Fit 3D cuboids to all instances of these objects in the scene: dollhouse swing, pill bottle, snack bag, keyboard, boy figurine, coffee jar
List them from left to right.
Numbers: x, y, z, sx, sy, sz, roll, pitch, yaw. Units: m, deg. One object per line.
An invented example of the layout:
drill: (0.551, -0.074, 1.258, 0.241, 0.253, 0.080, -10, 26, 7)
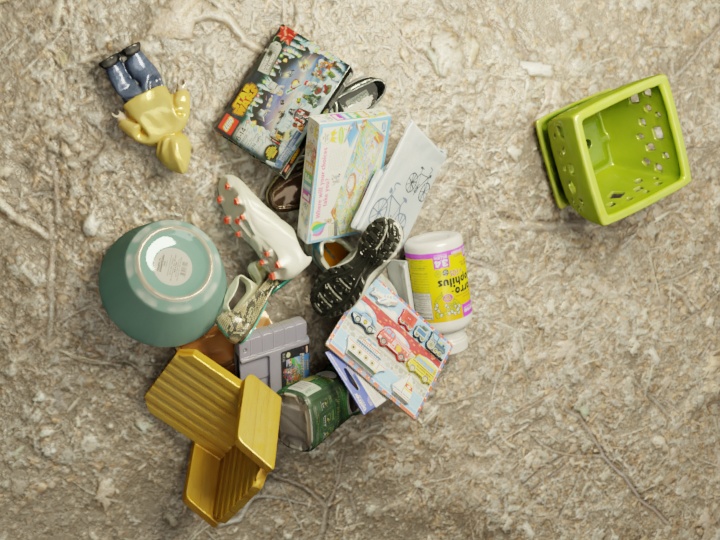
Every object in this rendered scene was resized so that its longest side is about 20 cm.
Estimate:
boy figurine: (-0.311, -0.244, 1.248, 0.124, 0.064, 0.202, -34, 109, -10)
dollhouse swing: (-0.246, 0.257, 1.266, 0.174, 0.183, 0.200, 26, 129, -22)
coffee jar: (-0.053, 0.211, 1.356, 0.199, 0.084, 0.106, -24, 115, -53)
snack bag: (0.067, -0.136, 1.357, 0.202, 0.021, 0.188, -64, 153, 1)
keyboard: (0.078, 0.079, 1.438, 0.011, 0.056, 0.203, -16, 104, -29)
pill bottle: (0.139, 0.040, 1.425, 0.103, 0.104, 0.203, -13, 104, -16)

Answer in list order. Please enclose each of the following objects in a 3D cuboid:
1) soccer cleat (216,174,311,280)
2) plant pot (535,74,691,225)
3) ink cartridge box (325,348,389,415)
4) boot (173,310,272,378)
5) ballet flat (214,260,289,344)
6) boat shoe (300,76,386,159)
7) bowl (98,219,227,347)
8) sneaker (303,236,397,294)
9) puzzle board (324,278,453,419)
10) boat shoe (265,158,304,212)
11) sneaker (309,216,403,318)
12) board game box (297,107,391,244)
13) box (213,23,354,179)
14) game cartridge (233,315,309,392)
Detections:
soccer cleat: (-0.157, -0.071, 1.311, 0.077, 0.069, 0.201, -26, 75, -43)
plant pot: (0.428, -0.213, 1.437, 0.198, 0.181, 0.202, -24, 106, -12)
ink cartridge box: (0.020, 0.157, 1.360, 0.120, 0.042, 0.199, 58, 35, 5)
boot: (-0.220, 0.105, 1.330, 0.154, 0.077, 0.201, -36, 110, -8)
ballet flat: (-0.165, 0.030, 1.303, 0.075, 0.068, 0.201, 46, 46, -10)
boat shoe: (-0.040, -0.248, 1.334, 0.198, 0.068, 0.074, -32, 108, -11)
bowl: (-0.286, 0.005, 1.235, 0.198, 0.105, 0.204, 8, 68, -21)
sneaker: (-0.011, 0.010, 1.381, 0.199, 0.081, 0.077, 40, 87, -20)
puzzle board: (0.053, 0.121, 1.334, 0.200, 0.017, 0.152, 41, 60, -15)
boat shoe: (-0.060, -0.154, 1.340, 0.200, 0.075, 0.076, -29, 107, -12)
sneaker: (0.000, 0.000, 1.302, 0.200, 0.079, 0.074, -45, 80, 13)
board game box: (-0.027, -0.148, 1.287, 0.133, 0.034, 0.203, -13, 127, -33)
box: (-0.120, -0.266, 1.287, 0.136, 0.040, 0.202, 32, 88, 12)
game cartridge: (-0.143, 0.182, 1.352, 0.128, 0.038, 0.203, -13, 121, -26)
